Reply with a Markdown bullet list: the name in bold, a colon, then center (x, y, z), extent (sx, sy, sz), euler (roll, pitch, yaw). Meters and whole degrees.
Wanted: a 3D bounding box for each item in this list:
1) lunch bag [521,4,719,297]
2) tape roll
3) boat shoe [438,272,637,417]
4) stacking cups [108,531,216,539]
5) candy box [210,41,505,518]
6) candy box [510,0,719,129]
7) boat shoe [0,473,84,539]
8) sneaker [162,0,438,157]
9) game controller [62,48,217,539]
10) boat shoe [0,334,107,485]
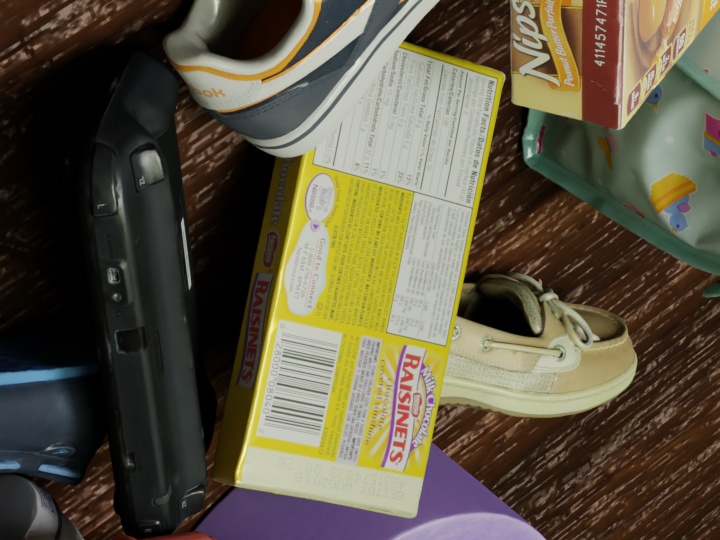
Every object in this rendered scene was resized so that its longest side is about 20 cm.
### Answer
- **lunch bag**: center (0.198, -0.067, 1.156), extent (0.170, 0.200, 0.122), euler (-18, 128, -33)
- **tape roll**: center (-0.002, 0.181, 1.235), extent (0.200, 0.085, 0.200), euler (-21, 129, -29)
- **boat shoe**: center (0.052, 0.024, 1.188), extent (0.200, 0.073, 0.063), euler (3, 112, -32)
- **stacking cups**: center (-0.140, 0.137, 0.990), extent (0.200, 0.060, 0.061), euler (-3, 119, -41)
- **candy box**: center (0.000, 0.000, 1.098), extent (0.102, 0.026, 0.201), euler (15, 85, -40)
- **candy box**: center (0.127, -0.160, 1.081), extent (0.200, 0.055, 0.116), euler (-48, 146, -45)
- **boat shoe**: center (-0.189, 0.179, 1.077), extent (0.200, 0.074, 0.065), euler (-45, 133, -6)
- **sneaker**: center (-0.001, -0.142, 1.021), extent (0.079, 0.078, 0.200), euler (31, 94, -48)
- **game controller**: center (-0.087, 0.012, 1.042), extent (0.042, 0.104, 0.200), euler (-2, 124, 2)
- **boat shoe**: center (-0.175, 0.069, 1.005), extent (0.200, 0.084, 0.069), euler (-1, 104, -39)
